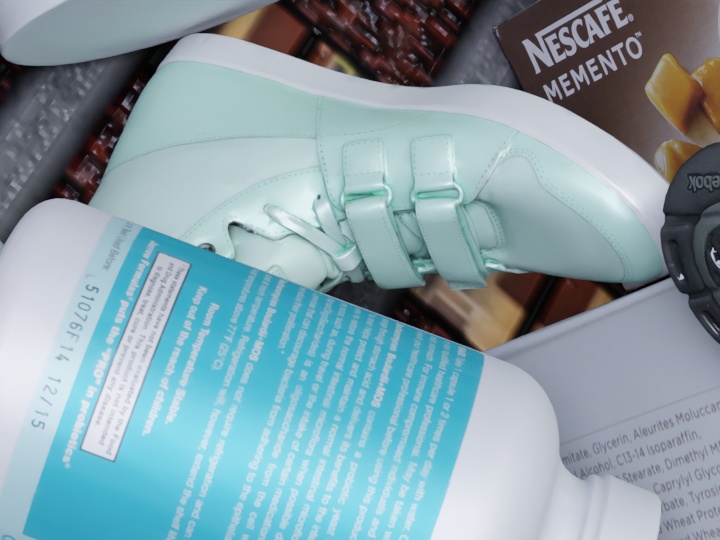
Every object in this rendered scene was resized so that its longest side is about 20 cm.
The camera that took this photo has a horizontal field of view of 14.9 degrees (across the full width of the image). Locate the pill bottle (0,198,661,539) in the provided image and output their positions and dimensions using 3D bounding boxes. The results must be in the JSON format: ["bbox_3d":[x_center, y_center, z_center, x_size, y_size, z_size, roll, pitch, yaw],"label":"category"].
[{"bbox_3d":[-0.019,0.062,0.786,0.199,0.111,0.111,20,63,0],"label":"pill bottle"}]

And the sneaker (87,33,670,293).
[{"bbox_3d":[0.000,0.000,0.866,0.118,0.200,0.074,-61,147,-26],"label":"sneaker"}]

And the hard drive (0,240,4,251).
[{"bbox_3d":[-0.186,-0.001,0.824,0.140,0.033,0.200,-42,99,-34],"label":"hard drive"}]

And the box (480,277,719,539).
[{"bbox_3d":[0.155,0.053,0.920,0.198,0.200,0.131,-18,86,-33],"label":"box"}]

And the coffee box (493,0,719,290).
[{"bbox_3d":[0.152,-0.080,0.958,0.080,0.200,0.115,-26,90,-36],"label":"coffee box"}]

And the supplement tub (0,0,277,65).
[{"bbox_3d":[-0.086,-0.180,0.873,0.145,0.145,0.201,-15,84,-34],"label":"supplement tub"}]

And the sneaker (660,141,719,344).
[{"bbox_3d":[0.171,0.033,0.776,0.091,0.076,0.200,-38,100,-37],"label":"sneaker"}]
